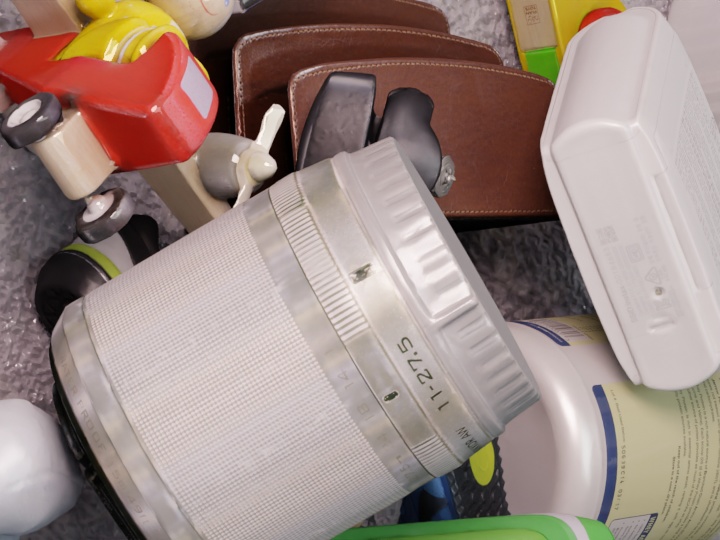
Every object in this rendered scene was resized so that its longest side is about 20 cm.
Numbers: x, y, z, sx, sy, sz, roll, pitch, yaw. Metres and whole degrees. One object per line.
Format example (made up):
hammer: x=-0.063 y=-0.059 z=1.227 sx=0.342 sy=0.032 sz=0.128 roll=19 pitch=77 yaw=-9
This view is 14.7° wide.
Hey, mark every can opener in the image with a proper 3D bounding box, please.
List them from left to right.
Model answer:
can opener: x=0.000 y=0.000 z=1.435 sx=0.063 sy=0.078 sz=0.201 roll=-13 pitch=113 yaw=-79

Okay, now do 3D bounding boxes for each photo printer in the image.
photo printer: x=0.162 y=-0.049 z=1.566 sx=0.200 sy=0.069 sz=0.167 roll=-70 pitch=140 yaw=-62

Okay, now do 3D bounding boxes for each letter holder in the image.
letter holder: x=0.008 y=-0.093 z=1.539 sx=0.200 sy=0.100 sz=0.143 roll=-1 pitch=87 yaw=-41

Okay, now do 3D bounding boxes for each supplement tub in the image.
supplement tub: x=0.144 y=0.096 z=1.616 sx=0.200 sy=0.145 sz=0.145 roll=-4 pitch=90 yaw=-41

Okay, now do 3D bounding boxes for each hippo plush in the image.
hippo plush: x=-0.170 y=0.152 z=1.350 sx=0.159 sy=0.200 sz=0.161 roll=11 pitch=57 yaw=-40

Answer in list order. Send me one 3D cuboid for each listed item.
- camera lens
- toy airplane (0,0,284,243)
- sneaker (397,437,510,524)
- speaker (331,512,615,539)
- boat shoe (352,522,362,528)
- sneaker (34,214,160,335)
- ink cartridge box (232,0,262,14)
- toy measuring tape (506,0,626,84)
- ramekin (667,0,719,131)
camera lens: x=-0.035 y=0.048 z=1.327 sx=0.200 sy=0.160 sz=0.160 roll=-30 pitch=112 yaw=4
toy airplane: x=-0.123 y=-0.105 z=1.363 sx=0.141 sy=0.200 sz=0.199 roll=-40 pitch=72 yaw=-7
sneaker: x=0.041 y=0.136 z=1.503 sx=0.066 sy=0.078 sz=0.200 roll=-50 pitch=129 yaw=-51
speaker: x=0.030 y=0.170 z=1.415 sx=0.199 sy=0.088 sz=0.089 roll=-3 pitch=89 yaw=-13
boat shoe: x=-0.019 y=0.067 z=1.510 sx=0.070 sy=0.070 sz=0.200 roll=34 pitch=42 yaw=-20
sneaker: x=-0.089 y=0.052 z=1.464 sx=0.083 sy=0.072 sz=0.200 roll=-47 pitch=117 yaw=-36
ink cartridge box: x=-0.072 y=-0.241 z=1.435 sx=0.094 sy=0.044 sz=0.200 roll=-31 pitch=110 yaw=-33
toy measuring tape: x=0.122 y=-0.171 z=1.663 sx=0.073 sy=0.073 sz=0.201 roll=-20 pitch=101 yaw=-40
ramekin: x=0.284 y=-0.129 z=1.781 sx=0.200 sy=0.098 sz=0.201 roll=4 pitch=85 yaw=-40
